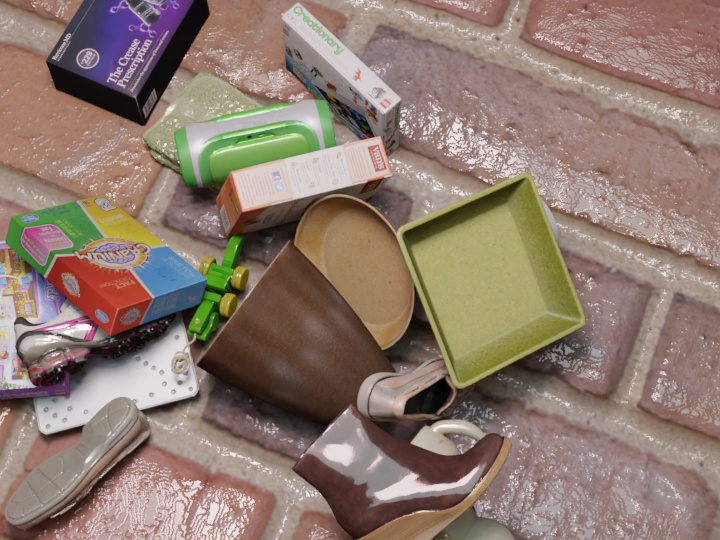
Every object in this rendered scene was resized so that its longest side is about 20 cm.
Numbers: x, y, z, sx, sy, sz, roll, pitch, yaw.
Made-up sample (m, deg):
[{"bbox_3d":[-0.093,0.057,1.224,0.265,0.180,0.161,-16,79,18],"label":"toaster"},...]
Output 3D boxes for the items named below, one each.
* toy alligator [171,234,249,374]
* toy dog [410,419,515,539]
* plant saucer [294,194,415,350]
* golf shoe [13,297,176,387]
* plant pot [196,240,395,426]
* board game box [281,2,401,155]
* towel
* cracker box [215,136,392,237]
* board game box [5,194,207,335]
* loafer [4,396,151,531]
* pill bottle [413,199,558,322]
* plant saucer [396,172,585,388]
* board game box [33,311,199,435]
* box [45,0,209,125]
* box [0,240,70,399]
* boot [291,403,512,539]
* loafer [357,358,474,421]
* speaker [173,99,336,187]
[{"bbox_3d":[-0.187,0.050,1.683,0.059,0.054,0.201,15,66,15],"label":"toy alligator"},{"bbox_3d":[0.098,0.291,1.549,0.194,0.140,0.200,-39,85,-7],"label":"toy dog"},{"bbox_3d":[0.000,0.000,1.653,0.035,0.201,0.200,-23,65,-44],"label":"plant saucer"},{"bbox_3d":[-0.318,0.064,1.615,0.199,0.073,0.092,-20,74,-31],"label":"golf shoe"},{"bbox_3d":[-0.062,0.098,1.614,0.200,0.187,0.187,37,71,-3],"label":"plant pot"},{"bbox_3d":[-0.026,-0.249,1.774,0.035,0.126,0.200,-40,74,-16],"label":"board game box"},{"bbox_3d":[-0.176,-0.172,1.789,0.199,0.037,0.149,31,71,12],"label":"towel"},{"bbox_3d":[-0.073,-0.104,1.689,0.199,0.134,0.058,-16,82,-16],"label":"cracker box"},{"bbox_3d":[-0.308,-0.011,1.632,0.200,0.040,0.153,37,33,24],"label":"board game box"},{"bbox_3d":[-0.331,0.241,1.599,0.200,0.063,0.072,-45,42,-11],"label":"loafer"},{"bbox_3d":[0.145,-0.023,1.682,0.199,0.113,0.113,-25,69,-20],"label":"pill bottle"},{"bbox_3d":[0.147,0.011,1.590,0.199,0.048,0.201,-24,96,-25],"label":"plant saucer"},{"bbox_3d":[-0.318,0.091,1.681,0.199,0.026,0.201,-14,68,-6],"label":"board game box"},{"bbox_3d":[-0.315,-0.320,1.828,0.140,0.079,0.201,21,68,11],"label":"box"},{"bbox_3d":[-0.429,0.059,1.658,0.136,0.039,0.201,-4,67,-3],"label":"box"},{"bbox_3d":[0.047,0.205,1.451,0.200,0.072,0.166,-43,90,-4],"label":"boot"},{"bbox_3d":[0.080,0.149,1.577,0.063,0.199,0.072,14,102,39],"label":"loafer"},{"bbox_3d":[-0.134,-0.163,1.719,0.199,0.089,0.089,-12,68,-4],"label":"speaker"}]
